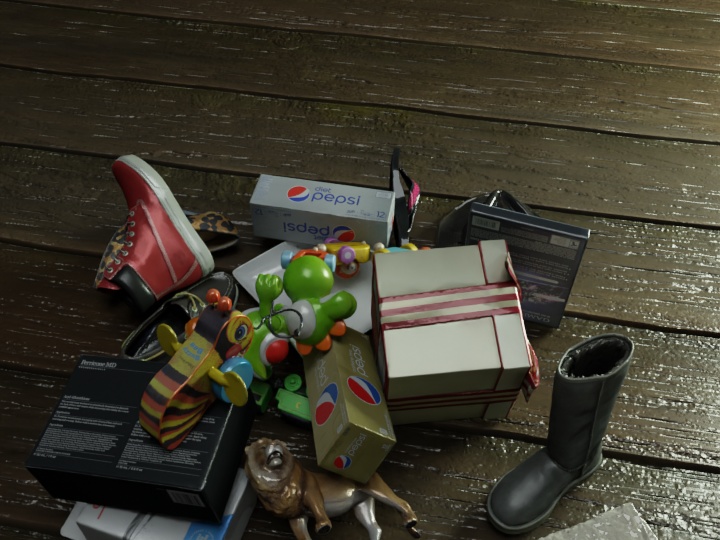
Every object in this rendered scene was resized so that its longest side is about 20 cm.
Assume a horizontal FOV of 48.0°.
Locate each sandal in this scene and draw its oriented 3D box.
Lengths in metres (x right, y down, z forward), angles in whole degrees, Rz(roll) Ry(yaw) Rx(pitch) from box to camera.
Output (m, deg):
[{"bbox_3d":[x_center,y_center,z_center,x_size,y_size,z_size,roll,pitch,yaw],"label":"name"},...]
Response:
[{"bbox_3d":[0.068,-0.092,1.189,0.044,0.075,0.202,-4,58,-2],"label":"sandal"}]

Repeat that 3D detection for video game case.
[{"bbox_3d":[0.200,-0.001,1.026,0.141,0.201,0.019,15,57,12],"label":"video game case"}]

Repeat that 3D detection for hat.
[{"bbox_3d":[0.198,-0.059,1.153,0.197,0.082,0.203,0,49,1],"label":"hat"}]

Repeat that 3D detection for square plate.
[{"bbox_3d":[-0.044,0.023,1.117,0.197,0.029,0.200,-31,56,-23],"label":"square plate"}]

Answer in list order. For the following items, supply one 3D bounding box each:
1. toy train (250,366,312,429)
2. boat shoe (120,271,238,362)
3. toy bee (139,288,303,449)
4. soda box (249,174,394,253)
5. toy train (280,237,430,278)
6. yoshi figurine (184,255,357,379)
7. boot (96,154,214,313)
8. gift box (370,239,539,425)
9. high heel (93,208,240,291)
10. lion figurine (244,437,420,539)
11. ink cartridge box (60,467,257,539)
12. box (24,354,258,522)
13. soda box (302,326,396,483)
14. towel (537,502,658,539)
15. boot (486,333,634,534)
[{"bbox_3d":[-0.134,0.144,1.009,0.197,0.042,0.057,17,62,14],"label":"toy train"},{"bbox_3d":[-0.232,0.067,1.057,0.071,0.061,0.202,26,55,20],"label":"boat shoe"},{"bbox_3d":[-0.153,0.074,0.816,0.129,0.110,0.201,8,49,19],"label":"toy bee"},{"bbox_3d":[-0.052,-0.079,1.140,0.197,0.069,0.064,8,49,7],"label":"soda box"},{"bbox_3d":[0.000,0.000,1.055,0.197,0.056,0.150,4,14,3],"label":"toy train"},{"bbox_3d":[-0.104,0.046,0.963,0.198,0.113,0.113,-20,24,8],"label":"yoshi figurine"},{"bbox_3d":[-0.306,-0.048,1.067,0.143,0.072,0.201,-32,81,-26],"label":"boot"},{"bbox_3d":[0.112,0.078,0.952,0.184,0.201,0.187,-4,66,-4],"label":"gift box"},{"bbox_3d":[-0.266,-0.024,1.123,0.141,0.072,0.201,14,42,20],"label":"high heel"},{"bbox_3d":[-0.031,0.245,0.886,0.198,0.073,0.123,17,26,-35],"label":"lion figurine"},{"bbox_3d":[-0.227,0.258,0.891,0.197,0.067,0.117,14,50,11],"label":"ink cartridge box"},{"bbox_3d":[-0.226,0.175,0.860,0.197,0.079,0.142,4,51,14],"label":"box"},{"bbox_3d":[-0.017,0.143,0.930,0.063,0.068,0.201,25,23,-22],"label":"soda box"},{"bbox_3d":[0.238,0.336,0.852,0.197,0.035,0.133,-16,50,-12],"label":"towel"},{"bbox_3d":[0.214,0.179,0.874,0.181,0.201,0.072,-33,56,-26],"label":"boot"}]
